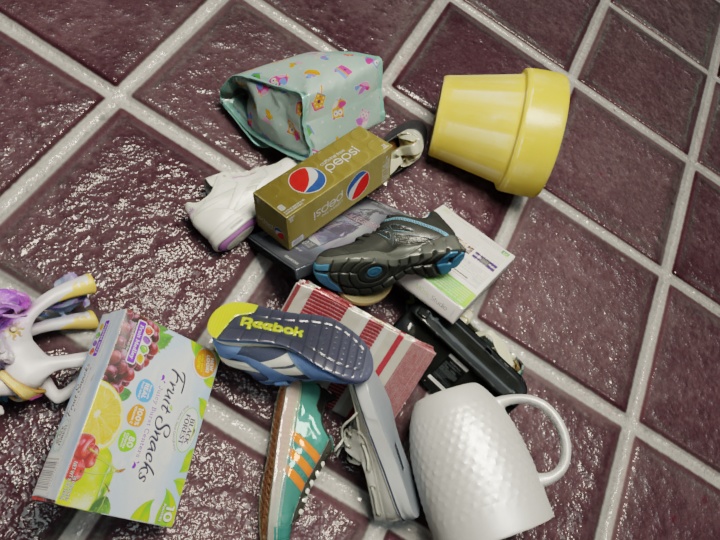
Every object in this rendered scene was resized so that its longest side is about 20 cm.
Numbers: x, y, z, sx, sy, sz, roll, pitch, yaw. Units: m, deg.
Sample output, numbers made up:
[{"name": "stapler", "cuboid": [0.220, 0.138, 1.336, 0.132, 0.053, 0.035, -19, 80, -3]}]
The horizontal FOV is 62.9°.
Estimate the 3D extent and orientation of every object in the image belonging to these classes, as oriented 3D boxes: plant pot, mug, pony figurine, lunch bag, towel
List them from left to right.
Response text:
[{"name": "pony figurine", "cuboid": [-0.378, 0.075, 0.634, 0.200, 0.166, 0.194, -26, 89, -44]}, {"name": "lunch bag", "cuboid": [-0.090, -0.259, 0.879, 0.200, 0.122, 0.170, 25, 47, 35]}, {"name": "towel", "cuboid": [-0.023, 0.114, 0.757, 0.200, 0.144, 0.023, 29, 17, -6]}, {"name": "mug", "cuboid": [0.160, 0.229, 0.734, 0.199, 0.148, 0.176, -22, 69, 9]}, {"name": "plant pot", "cuboid": [0.214, -0.233, 0.959, 0.188, 0.201, 0.201, 11, 63, 3]}]

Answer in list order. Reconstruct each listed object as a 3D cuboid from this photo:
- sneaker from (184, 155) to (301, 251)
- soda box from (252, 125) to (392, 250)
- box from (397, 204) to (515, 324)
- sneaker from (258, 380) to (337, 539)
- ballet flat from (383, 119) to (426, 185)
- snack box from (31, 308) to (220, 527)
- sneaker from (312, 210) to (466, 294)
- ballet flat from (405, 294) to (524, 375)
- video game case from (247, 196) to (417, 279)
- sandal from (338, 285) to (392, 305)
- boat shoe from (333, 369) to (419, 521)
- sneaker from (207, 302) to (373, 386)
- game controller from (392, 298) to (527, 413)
[{"name": "sneaker", "cuboid": [-0.157, -0.119, 0.829, 0.100, 0.075, 0.200, 42, 59, 3]}, {"name": "soda box", "cuboid": [-0.047, -0.117, 0.804, 0.068, 0.064, 0.200, 37, 58, 25]}, {"name": "box", "cuboid": [0.126, -0.017, 0.857, 0.144, 0.036, 0.200, 39, 37, 15]}, {"name": "sneaker", "cuboid": [-0.071, 0.232, 0.707, 0.080, 0.071, 0.201, 14, 67, -16]}, {"name": "ballet flat", "cuboid": [0.054, -0.180, 0.933, 0.200, 0.073, 0.073, -36, 83, -27]}, {"name": "snack box", "cuboid": [-0.245, 0.163, 0.647, 0.142, 0.053, 0.201, 40, 52, -45]}, {"name": "sneaker", "cuboid": [0.031, -0.025, 0.753, 0.199, 0.073, 0.082, -8, 55, -20]}, {"name": "ballet flat", "cuboid": [0.156, 0.092, 0.852, 0.200, 0.074, 0.074, 41, 60, -1]}, {"name": "video game case", "cuboid": [-0.038, -0.053, 0.824, 0.200, 0.019, 0.143, -24, 33, -27]}, {"name": "sandal", "cuboid": [0.005, 0.003, 0.844, 0.077, 0.070, 0.212, 30, 38, -5]}, {"name": "boat shoe", "cuboid": [0.004, 0.217, 0.733, 0.086, 0.075, 0.203, -18, 95, 14]}, {"name": "sneaker", "cuboid": [-0.082, 0.098, 0.707, 0.199, 0.082, 0.074, 15, 43, 5]}, {"name": "game controller", "cuboid": [0.131, 0.131, 0.818, 0.200, 0.104, 0.042, 43, 26, 3]}]
